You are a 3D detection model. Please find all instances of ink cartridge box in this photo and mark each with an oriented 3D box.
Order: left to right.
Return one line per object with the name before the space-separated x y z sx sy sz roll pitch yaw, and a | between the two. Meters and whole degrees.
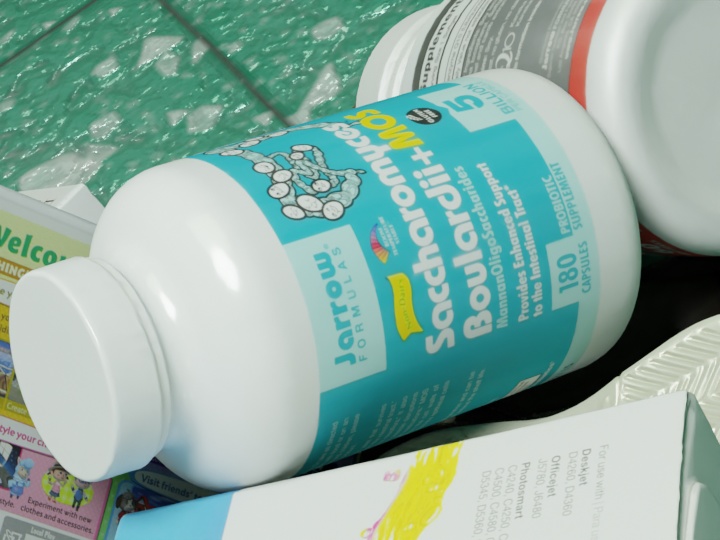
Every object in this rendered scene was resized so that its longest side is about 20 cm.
ink cartridge box | 0.031 0.153 0.757 0.200 0.147 0.146 -15 38 23

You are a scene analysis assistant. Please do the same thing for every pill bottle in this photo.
pill bottle | -0.013 0.007 0.829 0.200 0.111 0.111 -19 27 -31
pill bottle | 0.086 -0.063 0.953 0.116 0.116 0.200 -46 20 -20

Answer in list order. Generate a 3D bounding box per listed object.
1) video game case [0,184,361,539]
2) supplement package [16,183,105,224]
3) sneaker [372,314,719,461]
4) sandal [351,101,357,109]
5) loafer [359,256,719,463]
video game case | -0.094 0.079 0.851 0.022 0.200 0.183 -8 64 56
supplement package | -0.151 0.074 0.950 0.152 0.151 0.200 -51 25 -25
sneaker | 0.078 0.087 0.859 0.200 0.085 0.075 -23 52 21
sandal | 0.000 0.000 1.046 0.054 0.082 0.200 13 43 17
loafer | 0.062 0.040 0.936 0.200 0.071 0.073 -26 35 8
